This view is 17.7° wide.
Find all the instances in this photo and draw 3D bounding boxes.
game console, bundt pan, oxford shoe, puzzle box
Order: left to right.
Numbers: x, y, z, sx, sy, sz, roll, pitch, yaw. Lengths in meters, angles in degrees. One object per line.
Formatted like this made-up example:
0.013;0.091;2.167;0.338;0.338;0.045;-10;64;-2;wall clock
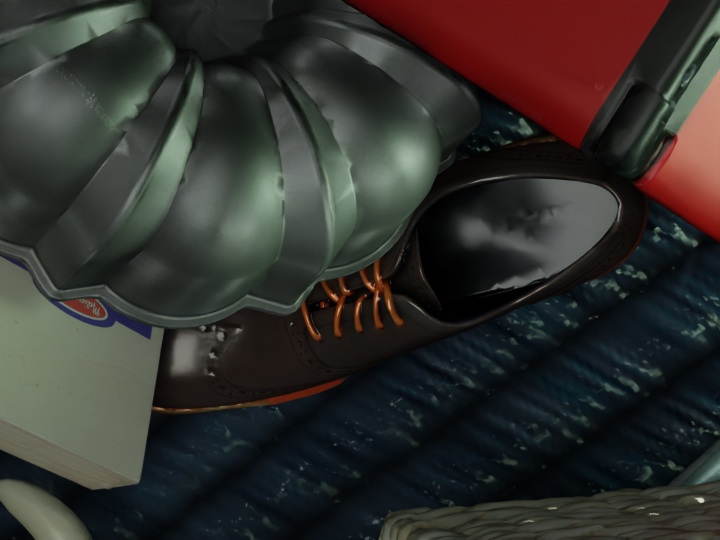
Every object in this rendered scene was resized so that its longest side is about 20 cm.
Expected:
-0.135;-0.024;0.730;0.025;0.200;0.133;-13;58;37;puzzle box
-0.046;-0.085;0.703;0.202;0.076;0.202;2;82;-18;bundt pan
0.000;0.000;0.788;0.200;0.073;0.071;-22;92;8;oxford shoe
0.115;-0.121;0.682;0.172;0.119;0.200;34;95;17;game console

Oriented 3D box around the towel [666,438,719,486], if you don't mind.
0.178;0.122;0.792;0.200;0.048;0.171;-43;88;8;towel

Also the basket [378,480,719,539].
0.111;0.161;0.672;0.198;0.161;0.200;-4;96;-17;basket

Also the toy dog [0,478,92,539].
-0.196;0.152;0.792;0.200;0.140;0.194;18;102;9;toy dog
